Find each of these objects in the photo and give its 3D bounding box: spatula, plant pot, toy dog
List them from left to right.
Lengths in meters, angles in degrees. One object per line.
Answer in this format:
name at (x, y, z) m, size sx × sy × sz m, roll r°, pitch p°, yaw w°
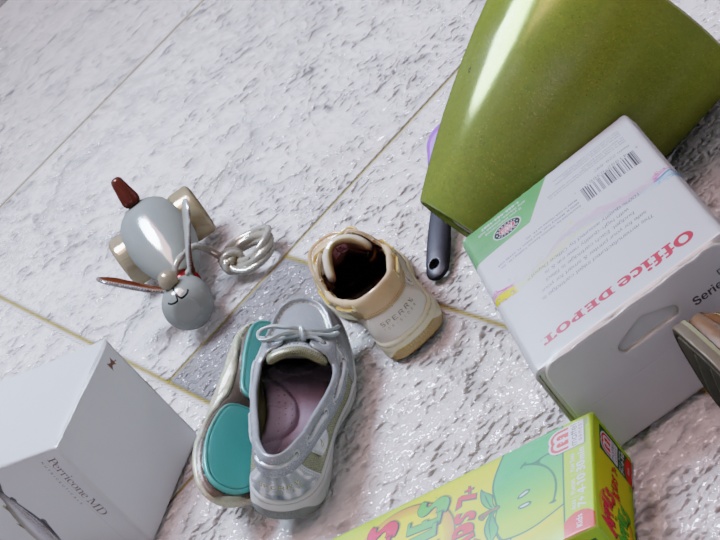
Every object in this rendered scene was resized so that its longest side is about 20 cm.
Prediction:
toy dog at (-0.177, -0.026, 1.737) m, size 0.132 × 0.096 × 0.200 m, roll -48°, pitch 27°, yaw -15°
spatula at (0.068, -0.059, 1.566) m, size 0.056 × 0.021 × 0.200 m, roll -24°, pitch 31°, yaw 27°
plant pot at (0.135, -0.106, 1.403) m, size 0.200 × 0.187 × 0.187 m, roll -56°, pitch 27°, yaw -1°

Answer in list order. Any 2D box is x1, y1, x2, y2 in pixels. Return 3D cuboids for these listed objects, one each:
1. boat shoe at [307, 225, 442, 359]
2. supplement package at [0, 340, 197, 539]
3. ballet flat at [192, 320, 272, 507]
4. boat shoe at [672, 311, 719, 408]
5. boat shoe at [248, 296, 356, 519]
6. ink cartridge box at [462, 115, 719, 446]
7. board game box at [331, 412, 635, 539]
boat shoe at (0.000, 0.000, 1.510) m, size 0.074 × 0.069 × 0.200 m, roll -43°, pitch 26°, yaw -5°
supplement package at (-0.249, 0.157, 1.546) m, size 0.200 × 0.117 × 0.117 m, roll -22°, pitch 31°, yaw 34°
ballet flat at (-0.088, 0.118, 1.474) m, size 0.062 × 0.067 × 0.200 m, roll -57°, pitch 9°, yaw 37°
boat shoe at (0.248, 0.070, 1.086) m, size 0.068 × 0.072 × 0.200 m, roll -38°, pitch 36°, yaw -4°
boat shoe at (-0.046, 0.086, 1.416) m, size 0.074 × 0.065 × 0.202 m, roll 1°, pitch 42°, yaw 9°
ink cartridge box at (0.164, 0.006, 1.266) m, size 0.145 × 0.088 × 0.200 m, roll -38°, pitch 25°, yaw 7°
board game box at (0.067, 0.172, 1.181) m, size 0.200 × 0.048 × 0.102 m, roll -29°, pitch 29°, yaw 22°
